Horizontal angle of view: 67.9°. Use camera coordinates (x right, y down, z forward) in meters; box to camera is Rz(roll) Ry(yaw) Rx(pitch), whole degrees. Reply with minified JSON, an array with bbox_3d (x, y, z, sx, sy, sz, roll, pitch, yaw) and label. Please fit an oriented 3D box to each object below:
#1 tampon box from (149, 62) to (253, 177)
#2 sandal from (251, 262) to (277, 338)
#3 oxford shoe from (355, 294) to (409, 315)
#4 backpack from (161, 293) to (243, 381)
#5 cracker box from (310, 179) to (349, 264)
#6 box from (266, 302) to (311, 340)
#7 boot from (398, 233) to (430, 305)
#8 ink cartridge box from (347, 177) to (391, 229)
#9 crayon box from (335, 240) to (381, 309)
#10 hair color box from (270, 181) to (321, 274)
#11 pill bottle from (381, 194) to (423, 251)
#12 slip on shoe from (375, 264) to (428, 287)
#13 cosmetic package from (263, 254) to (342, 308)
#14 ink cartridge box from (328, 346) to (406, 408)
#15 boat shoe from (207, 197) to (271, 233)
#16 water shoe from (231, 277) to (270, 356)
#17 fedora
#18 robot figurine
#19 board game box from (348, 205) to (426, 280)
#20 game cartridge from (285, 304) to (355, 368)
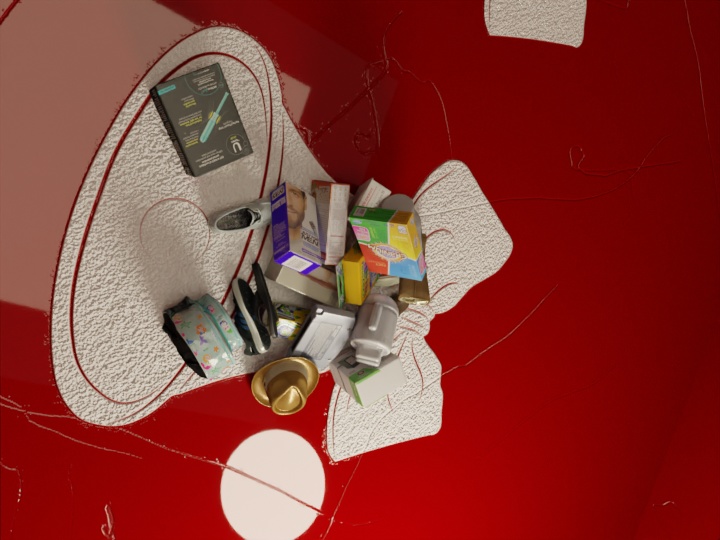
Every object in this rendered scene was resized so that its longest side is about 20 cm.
[{"bbox_3d":[-0.356,-0.333,1.198,0.148,0.126,0.203,-27,113,-19],"label":"tampon box"},{"bbox_3d":[-0.249,0.081,1.342,0.047,0.076,0.204,-18,69,-4],"label":"sandal"},{"bbox_3d":[0.072,0.135,1.554,0.198,0.084,0.074,-30,112,-21],"label":"oxford shoe"},{"bbox_3d":[-0.367,0.157,1.258,0.149,0.199,0.180,-31,113,-18],"label":"backpack"},{"bbox_3d":[-0.086,-0.126,1.383,0.057,0.133,0.205,1,101,-28],"label":"cracker box"},{"bbox_3d":[-0.147,0.147,1.439,0.197,0.070,0.065,13,120,-29],"label":"box"},{"bbox_3d":[0.118,-0.016,1.496,0.171,0.066,0.204,8,70,-16],"label":"boot"},{"bbox_3d":[0.014,-0.165,1.384,0.067,0.200,0.119,29,87,-9],"label":"ink cartridge box"},{"bbox_3d":[0.000,0.000,1.405,0.200,0.051,0.128,-53,145,-53],"label":"crayon box"},{"bbox_3d":[-0.159,-0.104,1.313,0.108,0.064,0.204,24,46,-45],"label":"hair color box"},{"bbox_3d":[0.104,-0.094,1.367,0.110,0.111,0.202,-35,144,-17],"label":"pill bottle"},{"bbox_3d":[0.103,0.002,1.557,0.196,0.074,0.062,-17,77,-19],"label":"slip on shoe"},{"bbox_3d":[-0.139,0.021,1.406,0.198,0.103,0.089,26,86,-31],"label":"cosmetic package"},{"bbox_3d":[0.015,0.278,1.488,0.144,0.199,0.085,-26,110,-20],"label":"ink cartridge box"},{"bbox_3d":[-0.274,-0.129,1.316,0.198,0.071,0.072,-19,109,-27],"label":"boat shoe"},{"bbox_3d":[-0.298,0.122,1.358,0.078,0.071,0.204,-20,92,17],"label":"water shoe"},{"bbox_3d":[-0.193,0.318,1.413,0.196,0.082,0.203,-10,131,-12],"label":"fedora"},{"bbox_3d":[0.038,0.147,1.415,0.111,0.170,0.204,13,66,3],"label":"robot figurine"},{"bbox_3d":[0.070,-0.064,1.288,0.041,0.150,0.202,-62,148,-31],"label":"board game box"},{"bbox_3d":[-0.100,0.176,1.407,0.131,0.042,0.202,12,125,-33],"label":"game cartridge"}]
